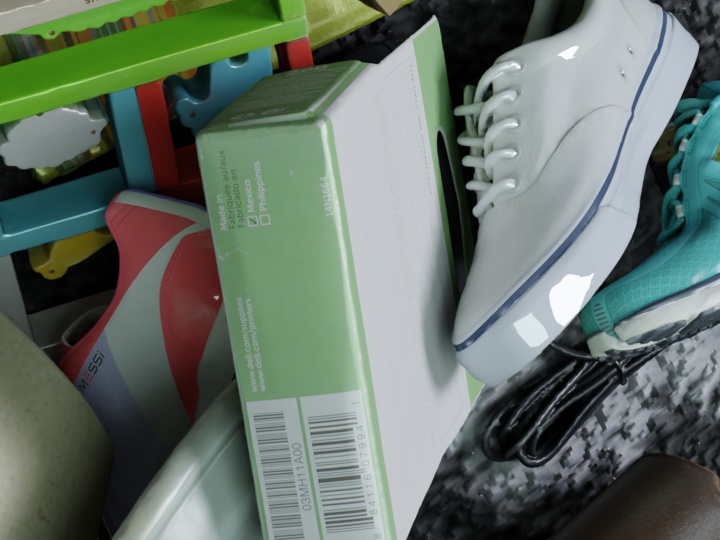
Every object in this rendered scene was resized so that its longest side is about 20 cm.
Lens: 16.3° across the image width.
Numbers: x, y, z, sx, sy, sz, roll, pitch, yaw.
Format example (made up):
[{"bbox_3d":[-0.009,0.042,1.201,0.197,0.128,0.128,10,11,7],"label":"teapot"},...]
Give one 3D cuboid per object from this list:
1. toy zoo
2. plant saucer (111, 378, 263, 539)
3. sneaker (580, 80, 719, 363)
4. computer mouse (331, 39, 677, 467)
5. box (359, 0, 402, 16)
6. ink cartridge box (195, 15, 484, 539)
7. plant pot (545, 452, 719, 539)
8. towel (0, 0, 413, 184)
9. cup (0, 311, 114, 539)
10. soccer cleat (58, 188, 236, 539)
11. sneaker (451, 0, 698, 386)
[{"bbox_3d":[-0.076,-0.033,0.902,0.130,0.021,0.201,-17,138,-9],"label":"toy zoo"},{"bbox_3d":[-0.063,0.127,0.861,0.050,0.200,0.201,31,93,6],"label":"plant saucer"},{"bbox_3d":[0.147,-0.033,0.996,0.200,0.077,0.080,-41,95,-32],"label":"sneaker"},{"bbox_3d":[0.072,-0.022,0.995,0.140,0.046,0.200,-38,117,-8],"label":"computer mouse"},{"bbox_3d":[0.023,-0.212,0.859,0.200,0.021,0.164,-51,128,-8],"label":"box"},{"bbox_3d":[0.000,0.000,0.862,0.048,0.200,0.146,-7,104,12],"label":"ink cartridge box"},{"bbox_3d":[0.102,0.193,1.006,0.198,0.200,0.201,-44,118,-15],"label":"plant pot"},{"bbox_3d":[-0.047,-0.111,0.933,0.199,0.018,0.086,-27,116,-14],"label":"towel"},{"bbox_3d":[-0.168,0.080,0.853,0.143,0.200,0.201,-47,119,-17],"label":"cup"},{"bbox_3d":[-0.084,0.056,0.929,0.073,0.068,0.201,29,127,4],"label":"soccer cleat"},{"bbox_3d":[0.063,-0.041,0.924,0.071,0.200,0.073,38,133,-12],"label":"sneaker"}]
